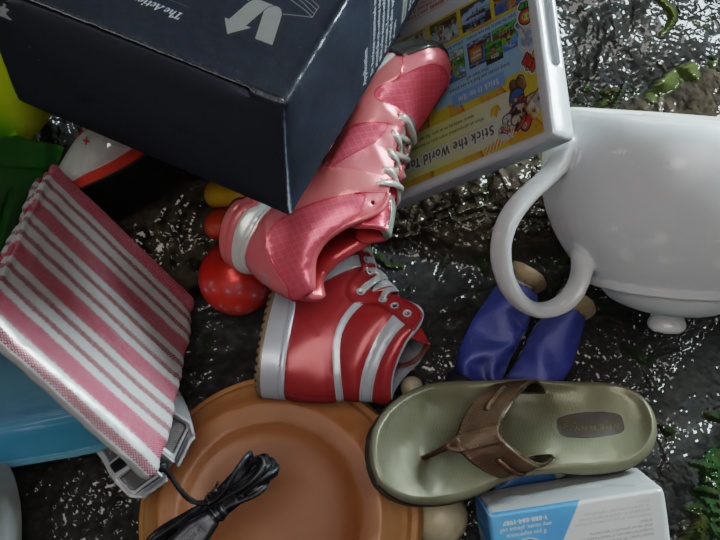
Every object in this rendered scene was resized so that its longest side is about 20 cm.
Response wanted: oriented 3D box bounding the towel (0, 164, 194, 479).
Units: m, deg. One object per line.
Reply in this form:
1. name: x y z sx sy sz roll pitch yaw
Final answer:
1. towel: -0.170 0.029 0.807 0.030 0.200 0.146 -35 114 19

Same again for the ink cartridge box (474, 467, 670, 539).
1. ink cartridge box: 0.146 0.241 0.835 0.115 0.068 0.201 -8 93 -3

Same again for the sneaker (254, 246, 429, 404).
1. sneaker: 0.000 0.000 0.881 0.112 0.071 0.201 7 68 8

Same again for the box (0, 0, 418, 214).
1. box: -0.085 -0.172 0.770 0.196 0.118 0.200 23 63 12

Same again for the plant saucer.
1. plant saucer: -0.058 0.168 0.861 0.199 0.037 0.201 -3 76 12

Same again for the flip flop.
1. flip flop: 0.101 0.105 0.825 0.199 0.058 0.081 -3 71 -10

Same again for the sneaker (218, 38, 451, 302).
1. sneaker: 0.003 -0.059 0.826 0.087 0.074 0.200 38 83 28

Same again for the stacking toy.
1. stacking toy: -0.083 -0.068 0.908 0.085 0.085 0.201 7 84 2

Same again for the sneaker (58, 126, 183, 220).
1. sneaker: -0.160 -0.117 0.894 0.201 0.067 0.108 -33 65 32

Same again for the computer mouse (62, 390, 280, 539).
1. computer mouse: -0.138 0.113 0.857 0.110 0.044 0.200 -49 49 5

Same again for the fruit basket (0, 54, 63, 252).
1. fruit basket: -0.275 -0.100 0.849 0.155 0.216 0.216 4 79 2

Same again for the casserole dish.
1. casserole dish: -0.246 0.081 0.845 0.199 0.121 0.039 -13 45 26

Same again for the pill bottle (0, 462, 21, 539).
1. pill bottle: -0.332 0.175 0.843 0.199 0.112 0.113 -5 79 -1

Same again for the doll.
1. doll: 0.094 0.100 0.886 0.136 0.048 0.200 28 80 7

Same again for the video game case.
1. video game case: 0.058 -0.148 0.873 0.023 0.200 0.183 3 76 -37

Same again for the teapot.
1. teapot: 0.206 -0.030 0.852 0.199 0.197 0.147 8 100 18
